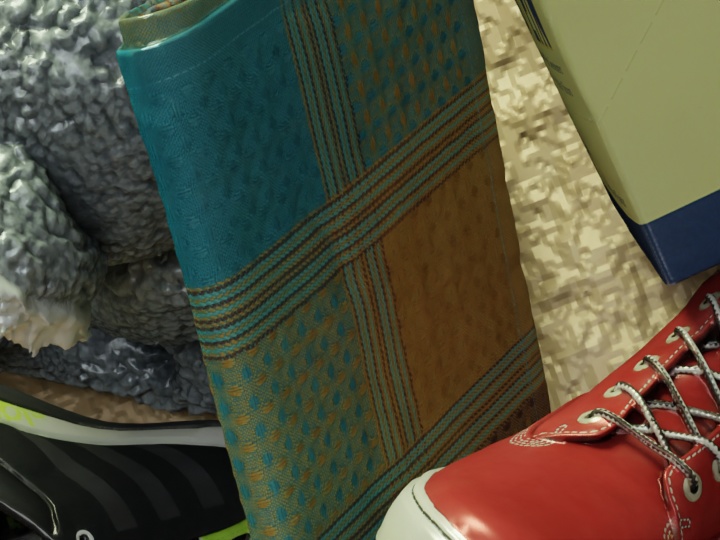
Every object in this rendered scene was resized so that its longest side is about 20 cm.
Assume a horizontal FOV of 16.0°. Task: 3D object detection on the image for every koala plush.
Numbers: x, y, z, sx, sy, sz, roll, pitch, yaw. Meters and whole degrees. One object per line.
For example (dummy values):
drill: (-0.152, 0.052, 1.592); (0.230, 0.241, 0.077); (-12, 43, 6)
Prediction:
koala plush: (-0.063, -0.046, 0.750); (0.183, 0.200, 0.178); (19, 82, 16)

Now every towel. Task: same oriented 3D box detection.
towel: (0.000, 0.000, 0.717); (0.022, 0.147, 0.201); (3, 116, 35)

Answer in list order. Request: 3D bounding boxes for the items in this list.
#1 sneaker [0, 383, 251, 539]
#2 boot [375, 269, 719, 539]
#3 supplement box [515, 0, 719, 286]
sneaker: (-0.080, 0.086, 0.747); (0.199, 0.083, 0.072); (13, 120, -19)
boot: (0.085, 0.035, 0.685); (0.072, 0.200, 0.144); (42, 104, 13)
supplement box: (0.125, -0.137, 0.723); (0.199, 0.134, 0.201); (-25, 100, 4)
